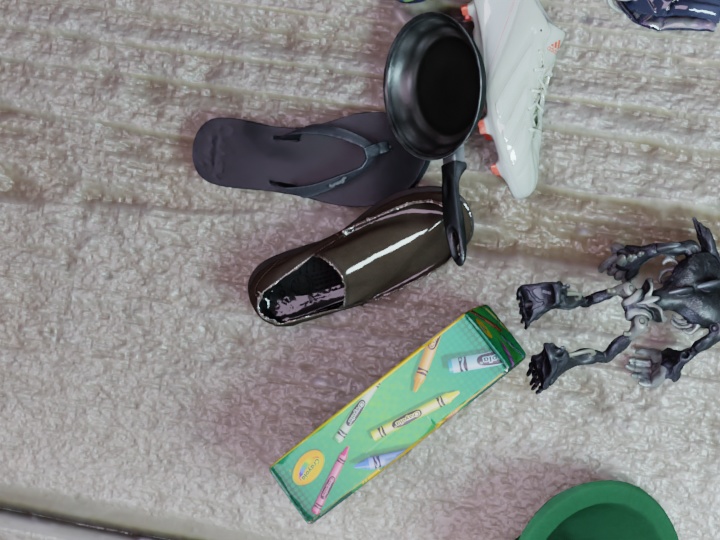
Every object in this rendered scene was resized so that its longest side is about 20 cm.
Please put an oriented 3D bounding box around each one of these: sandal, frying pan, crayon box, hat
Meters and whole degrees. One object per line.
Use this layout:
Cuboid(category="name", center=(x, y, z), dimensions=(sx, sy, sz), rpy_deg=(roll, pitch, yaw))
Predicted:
Cuboid(category="sandal", center=(-0.041, -0.089, 1.589), dimensions=(0.199, 0.043, 0.076), rpy_deg=(-1, 92, 11))
Cuboid(category="frying pan", center=(0.075, -0.113, 1.515), dimensions=(0.115, 0.031, 0.191), rpy_deg=(-49, 58, 41))
Cuboid(category="crayon box", center=(0.031, 0.111, 1.546), dimensions=(0.200, 0.119, 0.058), rpy_deg=(-39, 85, 11))
Cuboid(category="hat", center=(0.131, 0.247, 1.582), dimensions=(0.199, 0.176, 0.166), rpy_deg=(-13, 98, -30))

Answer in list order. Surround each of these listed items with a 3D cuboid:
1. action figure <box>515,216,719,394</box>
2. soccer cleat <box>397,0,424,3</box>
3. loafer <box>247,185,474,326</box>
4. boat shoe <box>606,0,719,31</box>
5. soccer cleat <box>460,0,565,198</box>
Cuboid(category="action figure", center=(0.219, 0.029, 1.519), dimensions=(0.199, 0.102, 0.119), rpy_deg=(-11, 81, -15))
Cuboid(category="soccer cleat", center=(0.064, -0.307, 1.538), dimensions=(0.064, 0.084, 0.201), rpy_deg=(18, 96, 10))
Cuboid(category="loafer", center=(0.000, 0.000, 1.565), dimensions=(0.199, 0.071, 0.073), rpy_deg=(-27, 104, 15))
Cuboid(category="boat shoe", center=(0.197, -0.241, 1.513), dimensions=(0.199, 0.075, 0.093), rpy_deg=(9, 83, 7))
Cuboid(category="soccer cleat", center=(0.126, -0.158, 1.544), dimensions=(0.077, 0.069, 0.201), rpy_deg=(-9, 88, 8))
